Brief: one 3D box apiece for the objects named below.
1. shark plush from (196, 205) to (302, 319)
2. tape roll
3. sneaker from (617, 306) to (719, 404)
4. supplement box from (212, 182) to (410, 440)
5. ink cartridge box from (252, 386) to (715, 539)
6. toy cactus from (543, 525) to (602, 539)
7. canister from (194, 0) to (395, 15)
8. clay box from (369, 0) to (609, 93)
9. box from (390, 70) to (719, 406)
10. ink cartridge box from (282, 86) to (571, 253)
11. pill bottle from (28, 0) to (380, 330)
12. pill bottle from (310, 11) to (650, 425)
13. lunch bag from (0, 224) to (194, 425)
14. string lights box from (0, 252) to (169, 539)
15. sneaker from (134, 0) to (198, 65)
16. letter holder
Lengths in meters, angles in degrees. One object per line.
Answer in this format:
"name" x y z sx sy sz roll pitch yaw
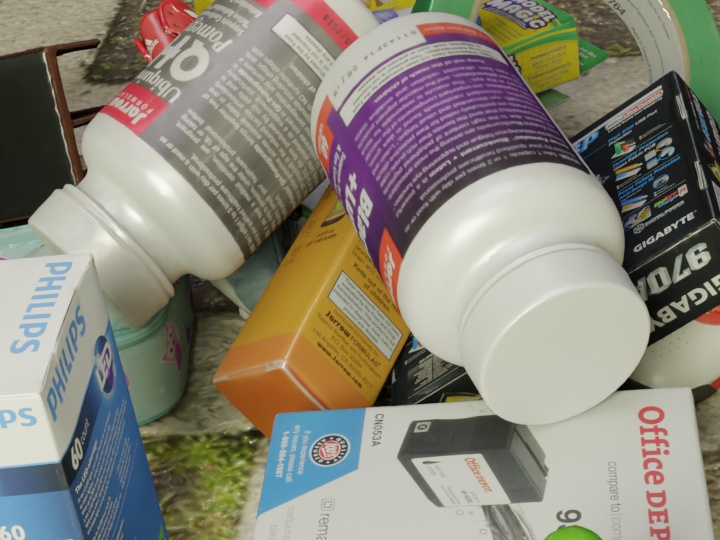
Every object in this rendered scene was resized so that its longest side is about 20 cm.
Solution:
"shark plush" -0.067 -0.025 0.952 0.090 0.083 0.201 12 52 -39
"tape roll" 0.126 -0.123 1.016 0.199 0.202 0.048 -24 -3 -22
"sneaker" 0.200 -0.018 0.893 0.067 0.109 0.201 28 46 28
"supplement box" 0.000 0.000 0.905 0.066 0.069 0.201 -16 38 48
"ink cartridge box" 0.056 0.131 0.731 0.198 0.084 0.146 -5 32 8
"toy cactus" 0.117 0.180 0.603 0.165 0.199 0.103 -35 24 50
"canister" -0.012 -0.205 1.279 0.199 0.087 0.148 -25 34 -19
"clay box" 0.052 -0.141 1.082 0.199 0.048 0.115 -24 36 -21
"box" 0.106 -0.003 0.878 0.199 0.046 0.159 -34 26 21
"ink cartridge box" 0.032 -0.065 1.070 0.199 0.060 0.104 -28 36 -27
"pill bottle" -0.077 -0.067 0.881 0.200 0.111 0.110 -46 42 -11
"pill bottle" 0.057 -0.025 0.784 0.110 0.112 0.201 -17 44 -11
"lunch bag" -0.199 0.029 0.969 0.198 0.078 0.161 -7 33 4
"string lights box" -0.128 0.105 0.714 0.058 0.201 0.103 -5 31 8
"sneaker" -0.126 -0.116 1.105 0.115 0.078 0.200 43 17 4
"letter holder" -0.248 -0.089 1.096 0.198 0.102 0.142 -8 11 20
